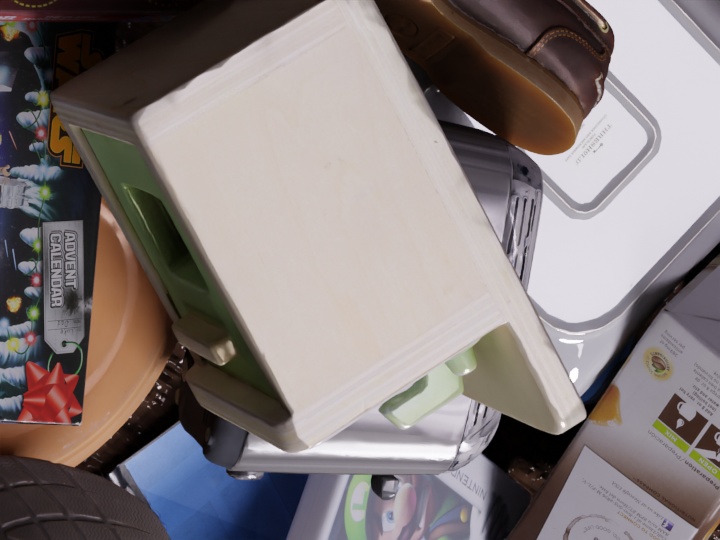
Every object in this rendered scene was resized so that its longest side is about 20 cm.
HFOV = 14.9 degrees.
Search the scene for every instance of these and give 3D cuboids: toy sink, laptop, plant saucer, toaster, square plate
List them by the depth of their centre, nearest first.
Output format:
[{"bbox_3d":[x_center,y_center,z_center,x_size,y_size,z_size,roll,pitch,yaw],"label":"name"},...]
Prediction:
[{"bbox_3d":[-0.021,-0.003,1.083,0.112,0.130,0.200,-32,108,-13],"label":"toy sink"},{"bbox_3d":[-0.152,0.014,1.190,0.200,0.032,0.201,-20,125,-31],"label":"plant saucer"},{"bbox_3d":[0.000,0.000,1.219,0.129,0.114,0.200,9,97,-16],"label":"toaster"},{"bbox_3d":[0.101,-0.062,1.299,0.200,0.028,0.198,-47,111,0],"label":"square plate"},{"bbox_3d":[-0.043,0.165,1.308,0.116,0.200,0.187,-14,132,13],"label":"laptop"}]

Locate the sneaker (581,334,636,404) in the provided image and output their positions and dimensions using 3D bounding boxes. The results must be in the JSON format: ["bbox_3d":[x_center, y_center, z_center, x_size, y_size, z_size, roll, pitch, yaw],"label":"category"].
[{"bbox_3d":[0.097,-0.024,1.366,0.078,0.066,0.200,-11,118,-29],"label":"sneaker"}]

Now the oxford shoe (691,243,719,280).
[{"bbox_3d":[0.222,0.019,1.501,0.084,0.073,0.200,-1,116,-58],"label":"oxford shoe"}]

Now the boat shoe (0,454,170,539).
[{"bbox_3d":[-0.181,0.127,1.180,0.200,0.076,0.072,3,142,-16],"label":"boat shoe"}]

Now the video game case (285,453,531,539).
[{"bbox_3d":[0.011,0.170,1.362,0.182,0.023,0.200,41,64,-52],"label":"video game case"}]

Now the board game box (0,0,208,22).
[{"bbox_3d":[-0.122,-0.150,1.095,0.200,0.019,0.103,-5,87,-43],"label":"board game box"}]

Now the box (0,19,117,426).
[{"bbox_3d":[-0.167,-0.041,1.096,0.137,0.040,0.200,5,89,-42],"label":"box"}]

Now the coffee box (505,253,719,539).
[{"bbox_3d":[0.159,0.088,1.390,0.114,0.080,0.200,-36,161,-50],"label":"coffee box"}]

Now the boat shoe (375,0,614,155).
[{"bbox_3d":[0.029,-0.134,1.218,0.200,0.070,0.070,39,61,-22],"label":"boat shoe"}]
